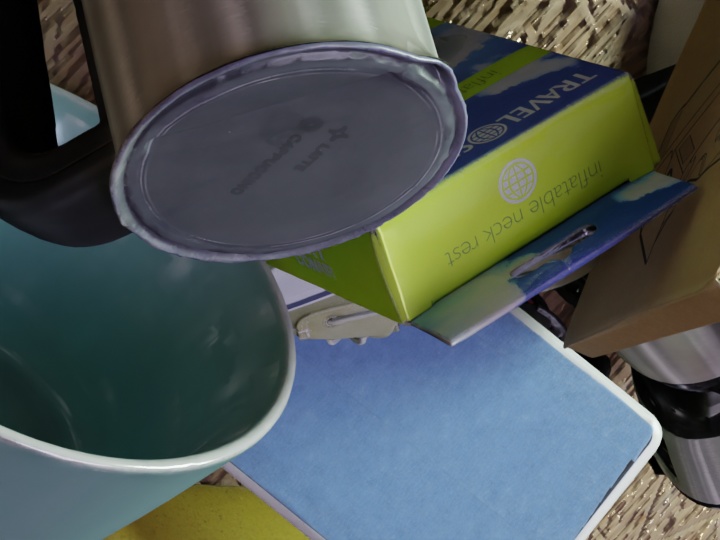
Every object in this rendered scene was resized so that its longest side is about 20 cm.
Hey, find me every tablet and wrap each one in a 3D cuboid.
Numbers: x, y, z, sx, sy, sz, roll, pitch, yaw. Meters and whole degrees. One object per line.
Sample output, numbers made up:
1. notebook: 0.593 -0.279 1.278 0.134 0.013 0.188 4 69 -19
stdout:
1. tablet: 0.012 0.055 0.984 0.130 0.200 0.014 -51 178 -2

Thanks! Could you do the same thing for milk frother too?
1. milk frother: -0.030 -0.089 0.828 0.200 0.189 0.180 13 141 -40

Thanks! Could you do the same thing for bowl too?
1. bowl: -0.133 0.028 0.837 0.200 0.201 0.105 2 134 -42

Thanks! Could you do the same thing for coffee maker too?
1. coffee maker: 0.192 0.005 1.063 0.200 0.192 0.135 52 35 -48

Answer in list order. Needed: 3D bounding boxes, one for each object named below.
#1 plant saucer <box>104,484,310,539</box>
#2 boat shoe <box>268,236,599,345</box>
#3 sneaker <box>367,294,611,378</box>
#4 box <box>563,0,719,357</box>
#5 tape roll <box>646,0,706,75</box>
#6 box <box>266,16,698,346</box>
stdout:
1. plant saucer: -0.078 0.196 1.078 0.200 0.048 0.200 8 111 -43
2. boat shoe: 0.000 0.000 0.945 0.199 0.072 0.062 -15 117 10
3. sneaker: 0.046 0.041 1.079 0.200 0.077 0.084 25 81 -49
4. box: 0.138 -0.050 0.882 0.021 0.200 0.164 26 80 -7
5. tape roll: 0.222 -0.122 1.139 0.202 0.037 0.203 -21 128 -29
6. box: 0.017 -0.042 0.890 0.122 0.200 0.048 -32 118 -22
